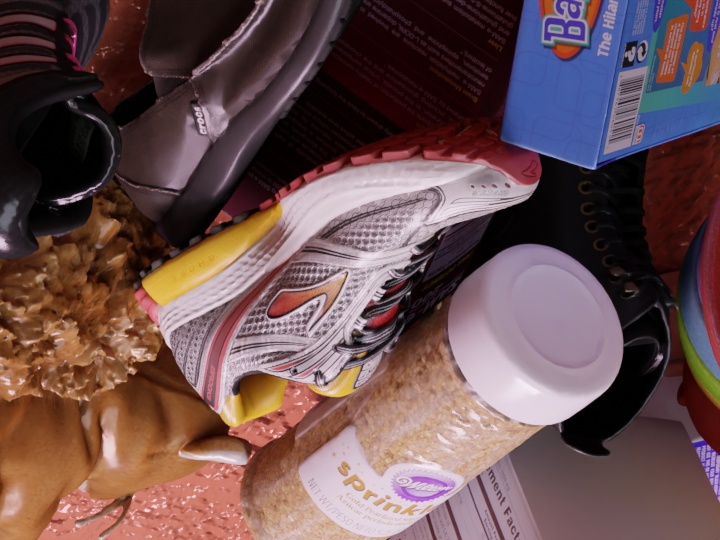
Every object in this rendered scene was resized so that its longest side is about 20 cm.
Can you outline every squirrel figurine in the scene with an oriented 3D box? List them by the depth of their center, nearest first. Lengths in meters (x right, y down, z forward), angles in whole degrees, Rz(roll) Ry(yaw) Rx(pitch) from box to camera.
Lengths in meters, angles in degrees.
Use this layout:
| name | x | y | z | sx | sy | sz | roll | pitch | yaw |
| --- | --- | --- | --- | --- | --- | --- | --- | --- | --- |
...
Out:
| name | x | y | z | sx | sy | sz | roll | pitch | yaw |
| --- | --- | --- | --- | --- | --- | --- | --- | --- | --- |
| squirrel figurine | -0.132 | 0.046 | 1.123 | 0.186 | 0.142 | 0.200 | 0 | 135 | -30 |

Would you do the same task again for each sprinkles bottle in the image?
| name | x | y | z | sx | sy | sz | roll | pitch | yaw |
| --- | --- | --- | --- | --- | --- | --- | --- | --- | --- |
| sprinkles bottle | 0.025 | 0.062 | 1.085 | 0.068 | 0.068 | 0.200 | 11 | 148 | -30 |

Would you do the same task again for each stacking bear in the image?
| name | x | y | z | sx | sy | sz | roll | pitch | yaw |
| --- | --- | --- | --- | --- | --- | --- | --- | --- | --- |
| stacking bear | 0.184 | 0.026 | 1.118 | 0.121 | 0.114 | 0.200 | -12 | 160 | -7 |

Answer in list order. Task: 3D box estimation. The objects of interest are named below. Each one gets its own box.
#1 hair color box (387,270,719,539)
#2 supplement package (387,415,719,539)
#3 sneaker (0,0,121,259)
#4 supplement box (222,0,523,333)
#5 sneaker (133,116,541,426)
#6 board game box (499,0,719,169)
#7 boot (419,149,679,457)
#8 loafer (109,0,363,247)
| name | x | y | z | sx | sy | sz | roll | pitch | yaw |
| --- | --- | --- | --- | --- | --- | --- | --- | --- | --- |
| hair color box | 0.099 | 0.071 | 1.252 | 0.199 | 0.109 | 0.065 | -12 | 136 | -11 |
| supplement package | 0.071 | 0.167 | 1.175 | 0.113 | 0.110 | 0.200 | 9 | 129 | -29 |
| sneaker | -0.124 | -0.057 | 0.980 | 0.087 | 0.200 | 0.074 | 16 | 120 | 9 |
| supplement box | 0.021 | -0.083 | 1.066 | 0.061 | 0.109 | 0.200 | -34 | 156 | -51 |
| sneaker | 0.000 | 0.000 | 1.026 | 0.078 | 0.082 | 0.200 | -21 | 173 | -47 |
| board game box | 0.129 | -0.130 | 1.006 | 0.200 | 0.045 | 0.153 | -18 | 122 | -56 |
| boot | 0.111 | -0.029 | 1.108 | 0.077 | 0.138 | 0.201 | 14 | 104 | -28 |
| loafer | -0.052 | -0.089 | 1.018 | 0.071 | 0.073 | 0.200 | 34 | 129 | -3 |
